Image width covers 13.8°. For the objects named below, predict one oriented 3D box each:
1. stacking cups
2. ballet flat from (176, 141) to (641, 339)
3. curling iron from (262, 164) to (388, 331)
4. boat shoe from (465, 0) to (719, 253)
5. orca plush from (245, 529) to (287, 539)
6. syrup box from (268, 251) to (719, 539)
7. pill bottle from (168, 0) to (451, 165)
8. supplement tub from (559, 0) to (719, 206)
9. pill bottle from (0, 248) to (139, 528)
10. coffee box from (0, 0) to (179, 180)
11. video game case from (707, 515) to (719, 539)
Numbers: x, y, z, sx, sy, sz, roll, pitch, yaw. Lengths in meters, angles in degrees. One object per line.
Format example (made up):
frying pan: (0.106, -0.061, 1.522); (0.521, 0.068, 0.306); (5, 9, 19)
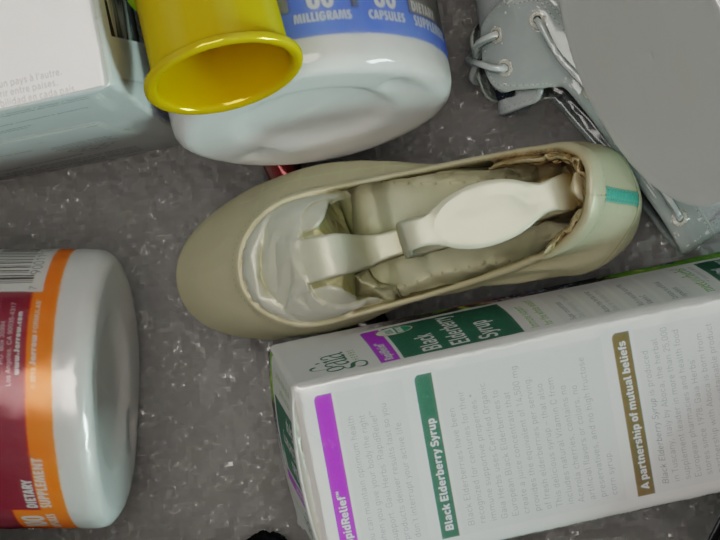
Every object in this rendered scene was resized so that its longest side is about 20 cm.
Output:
stacking cups: (-0.075, -0.159, 1.111); (0.060, 0.061, 0.200); (-18, 71, 6)
ballet flat: (0.012, -0.014, 1.181); (0.200, 0.069, 0.070); (-14, 86, 16)
curling iron: (0.000, 0.000, 1.234); (0.049, 0.026, 0.200); (-20, 86, 7)
boat shoe: (0.082, -0.089, 1.206); (0.201, 0.070, 0.072); (45, 87, 3)
orca plush: (-0.038, 0.128, 1.212); (0.200, 0.105, 0.071); (-16, 48, 24)
syrup box: (0.069, 0.054, 1.172); (0.200, 0.079, 0.082); (-11, 100, -7)
pill bottle: (-0.034, -0.153, 1.188); (0.114, 0.114, 0.200); (-12, 74, 6)
supplement tub: (0.191, -0.117, 1.127); (0.200, 0.145, 0.145); (-24, 85, -21)
pill bottle: (-0.197, 0.048, 1.211); (0.200, 0.114, 0.114); (-1, 88, 7)
coffee box: (-0.192, -0.137, 1.174); (0.199, 0.200, 0.198); (-11, 86, 6)
video game case: (0.205, 0.116, 1.146); (0.143, 0.019, 0.200); (29, 84, -12)
